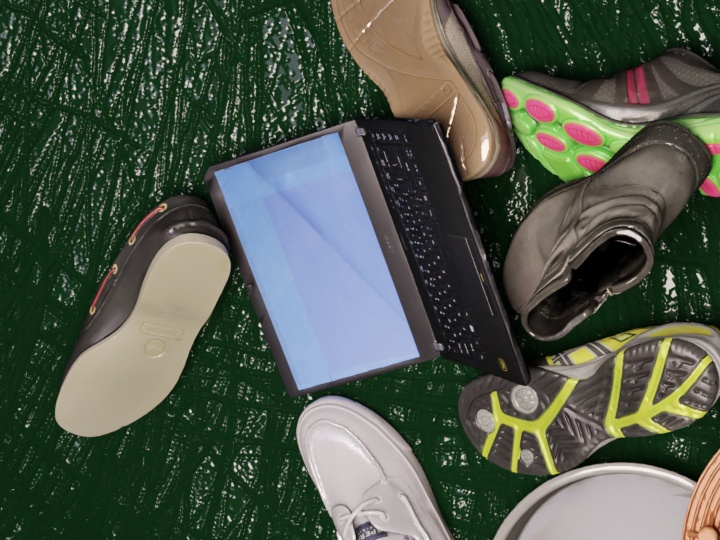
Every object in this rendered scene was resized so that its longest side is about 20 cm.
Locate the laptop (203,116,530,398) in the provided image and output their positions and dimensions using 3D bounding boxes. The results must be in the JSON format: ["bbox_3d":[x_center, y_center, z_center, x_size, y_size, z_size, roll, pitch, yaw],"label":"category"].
[{"bbox_3d":[0.000,0.000,1.122,0.103,0.200,0.178,-26,105,-18],"label":"laptop"}]

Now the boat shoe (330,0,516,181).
[{"bbox_3d":[0.042,-0.143,1.128,0.072,0.065,0.201,-36,68,23],"label":"boat shoe"}]

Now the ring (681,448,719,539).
[{"bbox_3d":[0.290,0.173,1.027,0.199,0.019,0.202,-3,80,18],"label":"ring"}]

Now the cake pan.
[{"bbox_3d":[0.180,0.223,1.152,0.199,0.037,0.202,2,99,16],"label":"cake pan"}]

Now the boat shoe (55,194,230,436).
[{"bbox_3d":[-0.155,0.036,1.214,0.073,0.063,0.202,19,122,-28],"label":"boat shoe"}]

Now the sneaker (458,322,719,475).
[{"bbox_3d":[0.155,0.083,1.126,0.199,0.076,0.076,-13,97,36],"label":"sneaker"}]

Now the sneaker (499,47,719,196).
[{"bbox_3d":[0.183,-0.097,1.096,0.199,0.084,0.077,12,141,27],"label":"sneaker"}]

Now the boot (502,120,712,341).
[{"bbox_3d":[0.126,-0.003,1.053,0.068,0.131,0.200,41,139,-2],"label":"boot"}]

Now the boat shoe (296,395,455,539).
[{"bbox_3d":[0.016,0.179,1.177,0.072,0.068,0.201,-28,90,18],"label":"boat shoe"}]
